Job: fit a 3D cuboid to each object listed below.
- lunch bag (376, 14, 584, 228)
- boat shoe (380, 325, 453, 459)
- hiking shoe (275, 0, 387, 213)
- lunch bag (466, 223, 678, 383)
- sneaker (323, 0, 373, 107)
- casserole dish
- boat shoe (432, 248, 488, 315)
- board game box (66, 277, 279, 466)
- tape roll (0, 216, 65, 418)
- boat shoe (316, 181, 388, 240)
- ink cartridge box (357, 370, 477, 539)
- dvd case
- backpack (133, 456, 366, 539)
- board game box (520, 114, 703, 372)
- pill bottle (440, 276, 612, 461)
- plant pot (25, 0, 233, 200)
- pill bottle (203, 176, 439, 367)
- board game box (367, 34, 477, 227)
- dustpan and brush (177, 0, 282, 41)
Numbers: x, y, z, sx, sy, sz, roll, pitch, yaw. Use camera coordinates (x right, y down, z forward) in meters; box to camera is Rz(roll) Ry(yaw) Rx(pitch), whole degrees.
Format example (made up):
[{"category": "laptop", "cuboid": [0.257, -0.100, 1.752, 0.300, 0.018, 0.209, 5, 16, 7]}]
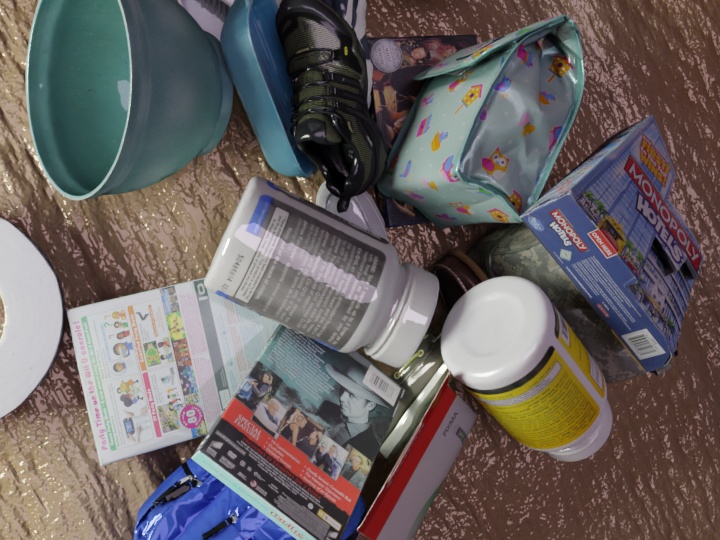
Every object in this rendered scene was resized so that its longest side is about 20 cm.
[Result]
[{"category": "lunch bag", "cuboid": [0.122, -0.154, 0.822, 0.121, 0.170, 0.202, 27, 81, -23]}, {"category": "boat shoe", "cuboid": [0.068, 0.100, 0.860, 0.060, 0.072, 0.203, 38, 99, 21]}, {"category": "hiking shoe", "cuboid": [-0.031, -0.161, 0.783, 0.075, 0.101, 0.202, -15, 111, 24]}, {"category": "lunch bag", "cuboid": [0.234, 0.023, 0.891, 0.139, 0.167, 0.201, -36, 99, -16]}, {"category": "sneaker", "cuboid": [-0.018, -0.264, 0.862, 0.130, 0.078, 0.201, -60, 136, -49]}, {"category": "casserole dish", "cuboid": [-0.087, -0.180, 0.804, 0.038, 0.122, 0.202, -10, 129, 14]}, {"category": "boat shoe", "cuboid": [0.134, 0.075, 0.907, 0.070, 0.070, 0.201, -36, 99, -18]}, {"category": "board game box", "cuboid": [-0.172, 0.088, 0.809, 0.197, 0.064, 0.150, -13, 91, -20]}, {"category": "tape roll", "cuboid": [-0.370, 0.042, 0.743, 0.197, 0.066, 0.204, 0, 88, -19]}, {"category": "boat shoe", "cuboid": [0.000, 0.000, 0.860, 0.071, 0.069, 0.203, -11, 95, 2]}, {"category": "ink cartridge box", "cuboid": [0.060, 0.192, 0.788, 0.050, 0.200, 0.162, 29, 75, 10]}, {"category": "dvd case", "cuboid": [-0.047, 0.137, 0.750, 0.145, 0.022, 0.201, 38, 43, -8]}, {"category": "backpack", "cuboid": [-0.102, 0.239, 0.775, 0.199, 0.162, 0.169, -37, 96, -15]}, {"category": "board game box", "cuboid": [0.265, -0.047, 0.794, 0.200, 0.061, 0.201, 47, 50, -14]}, {"category": "pill bottle", "cuboid": [0.169, 0.104, 0.800, 0.113, 0.112, 0.200, -54, 129, -13]}, {"category": "plant pot", "cuboid": [-0.202, -0.168, 0.756, 0.133, 0.199, 0.204, -6, 90, -45]}, {"category": "pill bottle", "cuboid": [-0.034, 0.006, 0.764, 0.198, 0.114, 0.115, 26, 80, -11]}, {"category": "board game box", "cuboid": [0.075, -0.155, 0.915, 0.133, 0.035, 0.204, -8, 90, -19]}, {"category": "dustpan and brush", "cuboid": [-0.157, -0.295, 0.828, 0.199, 0.057, 0.141, 33, 79, -14]}]
